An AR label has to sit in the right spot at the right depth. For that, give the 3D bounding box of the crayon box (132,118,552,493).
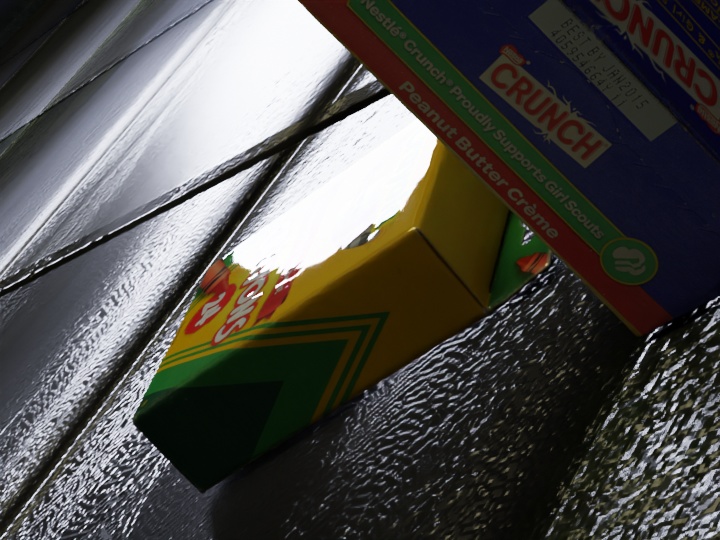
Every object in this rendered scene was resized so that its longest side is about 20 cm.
[{"bbox_3d":[0.000,0.000,0.811,0.199,0.051,0.127,-34,19,28],"label":"crayon box"}]

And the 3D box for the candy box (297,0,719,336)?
[{"bbox_3d":[0.085,-0.102,0.657,0.077,0.169,0.200,-35,18,34],"label":"candy box"}]
